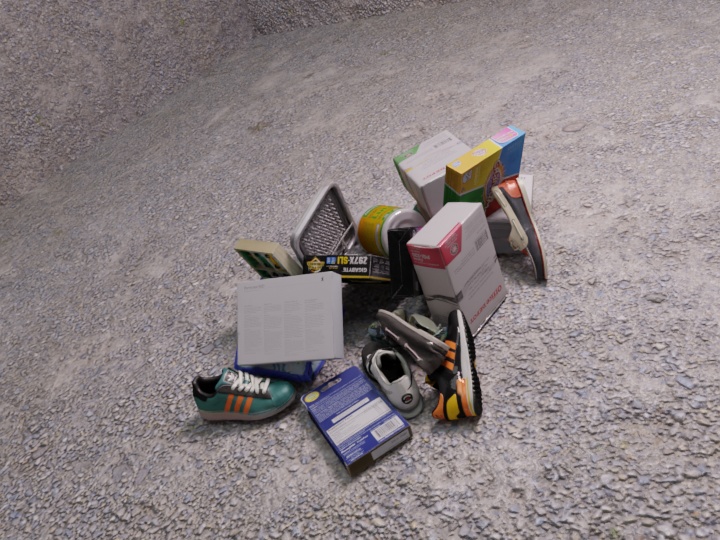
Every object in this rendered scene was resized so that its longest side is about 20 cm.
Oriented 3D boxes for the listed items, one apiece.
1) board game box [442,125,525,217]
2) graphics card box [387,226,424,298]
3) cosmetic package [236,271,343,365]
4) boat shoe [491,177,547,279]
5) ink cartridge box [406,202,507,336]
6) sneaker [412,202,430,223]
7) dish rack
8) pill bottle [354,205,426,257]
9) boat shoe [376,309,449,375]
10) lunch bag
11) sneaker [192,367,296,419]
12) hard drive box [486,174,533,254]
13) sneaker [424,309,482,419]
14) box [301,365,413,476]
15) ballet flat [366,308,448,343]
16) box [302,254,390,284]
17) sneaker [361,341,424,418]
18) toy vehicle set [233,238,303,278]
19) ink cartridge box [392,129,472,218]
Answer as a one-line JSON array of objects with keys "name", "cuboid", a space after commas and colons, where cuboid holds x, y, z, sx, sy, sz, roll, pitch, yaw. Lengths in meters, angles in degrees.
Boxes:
[{"name": "board game box", "cuboid": [0.239, -0.173, 1.372, 0.199, 0.155, 0.040, -34, 50, -31]}, {"name": "graphics card box", "cuboid": [0.108, -0.019, 1.339, 0.050, 0.129, 0.199, -3, 2, 24]}, {"name": "cosmetic package", "cuboid": [-0.129, 0.090, 1.274, 0.196, 0.154, 0.052, -6, -9, 21]}, {"name": "boat shoe", "cuboid": [0.309, -0.075, 1.348, 0.061, 0.204, 0.071, -18, -4, 8]}, {"name": "ink cartridge box", "cuboid": [0.179, -0.001, 1.277, 0.084, 0.203, 0.145, 7, 39, 45]}, {"name": "sneaker", "cuboid": [0.160, -0.071, 1.533, 0.070, 0.081, 0.202, 9, 40, -27]}, {"name": "dish rack", "cuboid": [-0.080, -0.070, 1.457, 0.043, 0.201, 0.173, 19, 66, 26]}, {"name": "pill bottle", "cuboid": [0.056, -0.085, 1.544, 0.110, 0.113, 0.199, -31, 20, -18]}, {"name": "boat shoe", "cuboid": [0.074, 0.118, 1.193, 0.058, 0.066, 0.199, -59, 32, -4]}, {"name": "lunch bag", "cuboid": [-0.141, 0.119, 1.367, 0.167, 0.128, 0.203, 2, 52, 23]}, {"name": "sneaker", "cuboid": [-0.216, 0.218, 1.270, 0.196, 0.081, 0.072, -9, 30, 15]}, {"name": "hard drive box", "cuboid": [0.287, -0.125, 1.496, 0.152, 0.078, 0.201, 4, 38, 14]}, {"name": "sneaker", "cuboid": [0.145, 0.153, 1.164, 0.088, 0.070, 0.203, -15, 47, 15]}, {"name": "box", "cuboid": [-0.011, 0.244, 1.177, 0.120, 0.033, 0.200, -29, 34, -14]}, {"name": "ballet flat", "cuboid": [0.089, 0.106, 1.293, 0.197, 0.075, 0.074, 14, 44, 41]}, {"name": "box", "cuboid": [0.000, 0.000, 1.416, 0.157, 0.051, 0.199, 2, -3, 30]}, {"name": "sneaker", "cuboid": [0.048, 0.161, 1.218, 0.073, 0.090, 0.200, -28, 31, -10]}, {"name": "toy vehicle set", "cuboid": [-0.160, 0.010, 1.458, 0.123, 0.200, 0.027, 8, 58, 42]}, {"name": "ink cartridge box", "cuboid": [0.171, -0.210, 1.517, 0.143, 0.089, 0.201, -27, 28, -2]}]
